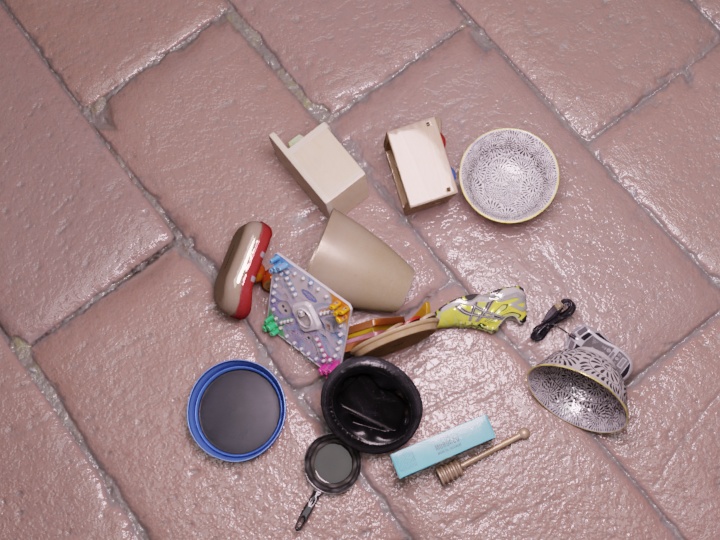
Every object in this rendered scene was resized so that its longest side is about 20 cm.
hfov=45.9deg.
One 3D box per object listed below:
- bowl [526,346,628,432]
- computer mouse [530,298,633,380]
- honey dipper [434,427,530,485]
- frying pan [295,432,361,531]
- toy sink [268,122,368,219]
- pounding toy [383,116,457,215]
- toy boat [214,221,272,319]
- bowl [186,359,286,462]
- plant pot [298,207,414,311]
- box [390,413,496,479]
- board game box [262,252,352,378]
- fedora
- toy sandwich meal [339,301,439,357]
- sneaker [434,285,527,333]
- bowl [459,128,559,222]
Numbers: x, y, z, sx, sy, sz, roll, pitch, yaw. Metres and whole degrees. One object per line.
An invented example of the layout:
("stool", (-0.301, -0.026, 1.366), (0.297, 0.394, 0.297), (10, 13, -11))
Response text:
("bowl", (0.424, 0.207, 1.603), (0.200, 0.201, 0.094), (31, 62, 11))
("computer mouse", (0.443, 0.147, 1.677), (0.200, 0.044, 0.110), (37, 104, 8))
("honey dipper", (0.239, 0.356, 1.643), (0.199, 0.038, 0.038), (-24, 74, -6))
("frying pan", (-0.058, 0.412, 1.648), (0.114, 0.031, 0.192), (6, 79, 5))
("toy sink", (-0.082, -0.222, 1.773), (0.112, 0.130, 0.200), (-38, 75, -7))
("pounding toy", (0.134, -0.227, 1.747), (0.141, 0.200, 0.185), (-17, 89, -1))
("toy boat", (-0.213, 0.007, 1.737), (0.130, 0.130, 0.201), (25, 76, -20))
("bowl", (-0.244, 0.279, 1.693), (0.199, 0.039, 0.202), (-1, 75, 4))
("plant pot", (0.000, 0.000, 1.695), (0.199, 0.187, 0.189), (23, 77, -5))
("box", (0.157, 0.338, 1.629), (0.199, 0.082, 0.049), (-23, 76, -2))
("board game box", (-0.109, 0.093, 1.643), (0.199, 0.201, 0.026), (34, 45, 25))
("fedora", (0.021, 0.251, 1.644), (0.199, 0.092, 0.202), (0, 98, 1))
("toy sandwich meal", (0.056, 0.114, 1.646), (0.204, 0.205, 0.071), (-20, 77, -2))
("sneaker", (0.238, 0.089, 1.695), (0.198, 0.075, 0.077), (-14, 74, 1))
("bowl", (0.300, -0.180, 1.746), (0.199, 0.094, 0.202), (-1, 75, 3))
